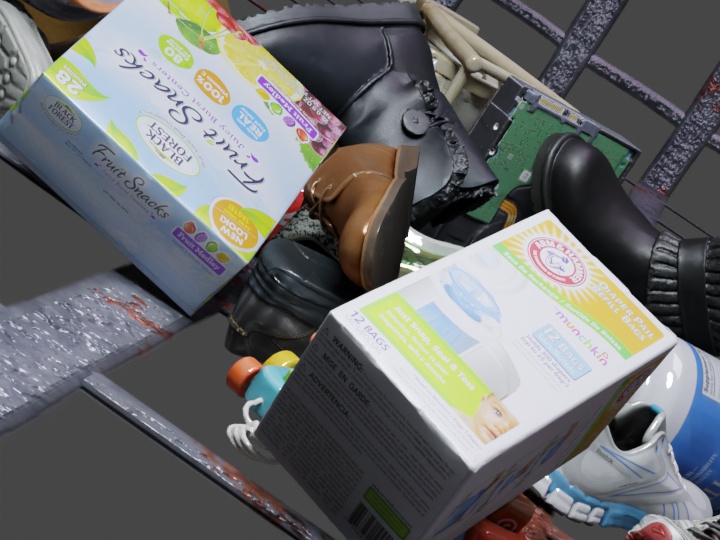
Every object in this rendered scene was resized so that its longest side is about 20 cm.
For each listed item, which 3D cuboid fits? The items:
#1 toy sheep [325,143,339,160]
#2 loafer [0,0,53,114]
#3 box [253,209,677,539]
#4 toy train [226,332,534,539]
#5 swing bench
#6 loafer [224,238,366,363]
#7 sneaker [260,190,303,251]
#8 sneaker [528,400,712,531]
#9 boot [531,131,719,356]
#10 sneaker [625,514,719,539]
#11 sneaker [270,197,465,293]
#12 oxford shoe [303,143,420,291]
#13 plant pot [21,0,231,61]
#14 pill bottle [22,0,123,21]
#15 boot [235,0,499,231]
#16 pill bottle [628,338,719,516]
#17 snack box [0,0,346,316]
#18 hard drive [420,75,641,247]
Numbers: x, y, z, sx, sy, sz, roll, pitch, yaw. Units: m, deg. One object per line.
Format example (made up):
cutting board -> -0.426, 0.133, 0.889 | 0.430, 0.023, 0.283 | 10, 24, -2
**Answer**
toy sheep -> -0.072, -0.115, 1.433 | 0.138, 0.138, 0.200 | 29, -25, -16
loafer -> -0.250, -0.160, 1.293 | 0.070, 0.070, 0.200 | 13, 22, -35
box -> 0.060, 0.061, 0.976 | 0.113, 0.101, 0.200 | 47, 41, 17
toy train -> 0.020, 0.100, 1.026 | 0.200, 0.056, 0.150 | 29, 13, -18
swing bench -> 0.042, -0.113, 1.530 | 0.130, 0.199, 0.200 | 23, 16, -37
loafer -> 0.010, 0.055, 1.123 | 0.200, 0.072, 0.073 | 29, 19, -16
sneaker -> 0.000, 0.000, 1.309 | 0.200, 0.077, 0.085 | 31, 22, -3
sneaker -> 0.194, 0.135, 1.248 | 0.200, 0.087, 0.075 | 20, 17, -48
boot -> 0.235, -0.020, 1.394 | 0.158, 0.079, 0.211 | -4, -56, 42
sneaker -> 0.250, 0.182, 1.214 | 0.200, 0.082, 0.078 | 17, 21, -49
sneaker -> 0.021, 0.016, 1.219 | 0.200, 0.077, 0.089 | 33, 47, 21
oxford shoe -> -0.003, -0.035, 1.137 | 0.071, 0.071, 0.200 | 9, 16, 1
plant pot -> -0.189, -0.229, 1.503 | 0.186, 0.186, 0.200 | 41, 2, 31
pill bottle -> -0.220, -0.242, 1.312 | 0.106, 0.106, 0.200 | 23, 6, -38
boot -> -0.007, -0.103, 1.294 | 0.200, 0.076, 0.168 | -11, 70, -34
pill bottle -> 0.236, 0.112, 1.372 | 0.200, 0.112, 0.112 | 26, 15, -24
snack box -> -0.115, -0.090, 1.164 | 0.169, 0.068, 0.200 | 43, 35, -9
hard drive -> 0.119, -0.044, 1.460 | 0.140, 0.200, 0.038 | 22, 17, -37
